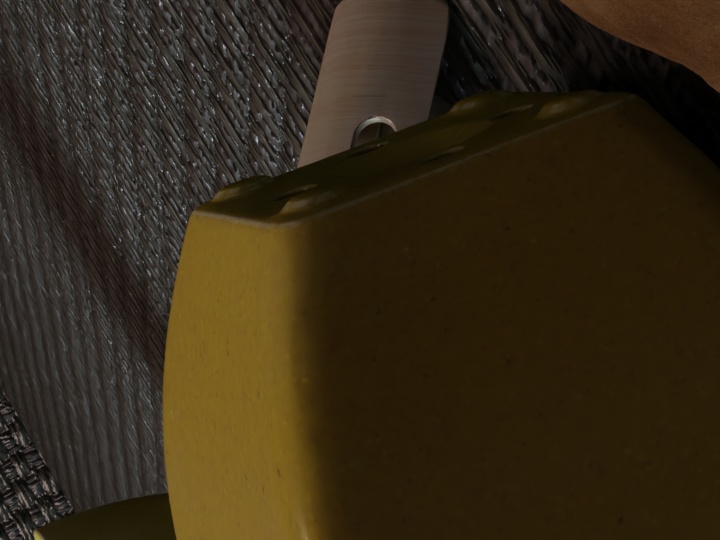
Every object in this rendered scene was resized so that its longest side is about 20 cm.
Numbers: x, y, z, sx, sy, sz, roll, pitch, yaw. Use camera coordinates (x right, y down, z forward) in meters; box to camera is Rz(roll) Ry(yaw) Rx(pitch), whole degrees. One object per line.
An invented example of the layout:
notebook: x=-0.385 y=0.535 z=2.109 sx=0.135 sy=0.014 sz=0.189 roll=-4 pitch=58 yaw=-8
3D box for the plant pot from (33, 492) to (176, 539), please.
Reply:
plant pot: x=-0.113 y=0.228 z=1.827 sx=0.200 sy=0.142 sz=0.200 roll=55 pitch=166 yaw=20

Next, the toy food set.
toy food set: x=0.000 y=0.000 z=0.997 sx=0.200 sy=0.060 sz=0.144 roll=101 pitch=-179 yaw=-72

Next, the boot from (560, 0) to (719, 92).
boot: x=0.086 y=-0.092 z=0.606 sx=0.075 sy=0.074 sz=0.200 roll=41 pitch=170 yaw=3

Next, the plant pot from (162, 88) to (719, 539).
plant pot: x=0.042 y=0.055 z=0.805 sx=0.195 sy=0.193 sz=0.201 roll=-170 pitch=61 yaw=-73
